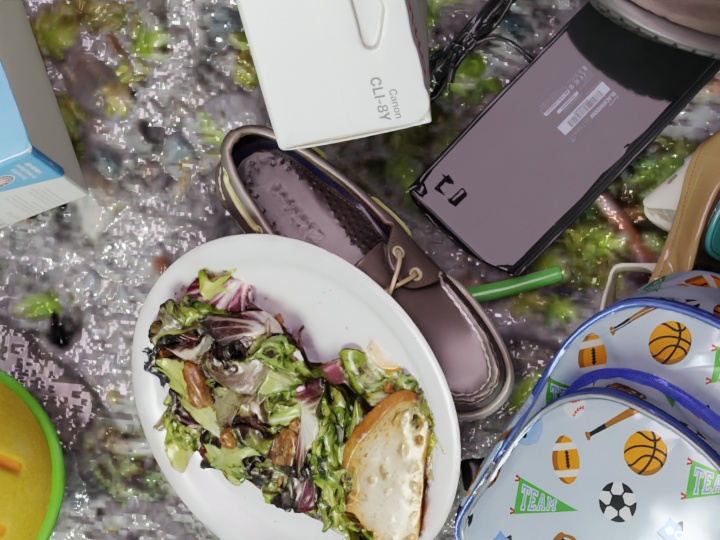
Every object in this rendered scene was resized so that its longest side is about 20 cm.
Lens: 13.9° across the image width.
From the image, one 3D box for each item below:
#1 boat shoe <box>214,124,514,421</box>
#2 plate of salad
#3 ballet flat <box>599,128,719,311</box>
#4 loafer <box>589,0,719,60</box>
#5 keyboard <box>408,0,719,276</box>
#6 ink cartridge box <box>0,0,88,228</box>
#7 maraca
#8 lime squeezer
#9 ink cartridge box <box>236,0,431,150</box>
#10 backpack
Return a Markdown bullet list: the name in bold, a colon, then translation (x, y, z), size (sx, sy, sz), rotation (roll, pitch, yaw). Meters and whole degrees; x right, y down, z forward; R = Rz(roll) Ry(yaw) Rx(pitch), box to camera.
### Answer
- **boat shoe**: translation (0.000, 0.000, 1.548), size (0.072, 0.060, 0.200), rotation (-43, 78, -5)
- **plate of salad**: translation (-0.041, 0.078, 1.542), size (0.200, 0.048, 0.200), rotation (14, 119, 26)
- **ballet flat**: translation (0.166, -0.008, 1.561), size (0.063, 0.069, 0.200), rotation (20, 84, 25)
- **loafer**: translation (0.215, -0.141, 1.556), size (0.200, 0.073, 0.071), rotation (13, 96, -8)
- **keyboard**: translation (0.102, -0.103, 1.598), size (0.127, 0.021, 0.200), rotation (44, 84, 5)
- **ink cartridge box**: translation (-0.271, -0.072, 1.603), size (0.200, 0.129, 0.125), rotation (-21, 79, 5)
- **maraca**: translation (-0.250, 0.133, 1.581), size (0.200, 0.107, 0.137), rotation (-37, 76, 2)
- **lime squeezer**: translation (0.005, 0.003, 1.605), size (0.200, 0.038, 0.071), rotation (17, 53, 11)
- **ink cartridge box**: translation (-0.019, -0.175, 1.522), size (0.083, 0.200, 0.145), rotation (-12, 121, 7)
- **backpack**: translation (0.153, 0.101, 1.461), size (0.200, 0.154, 0.191), rotation (33, 108, 11)
